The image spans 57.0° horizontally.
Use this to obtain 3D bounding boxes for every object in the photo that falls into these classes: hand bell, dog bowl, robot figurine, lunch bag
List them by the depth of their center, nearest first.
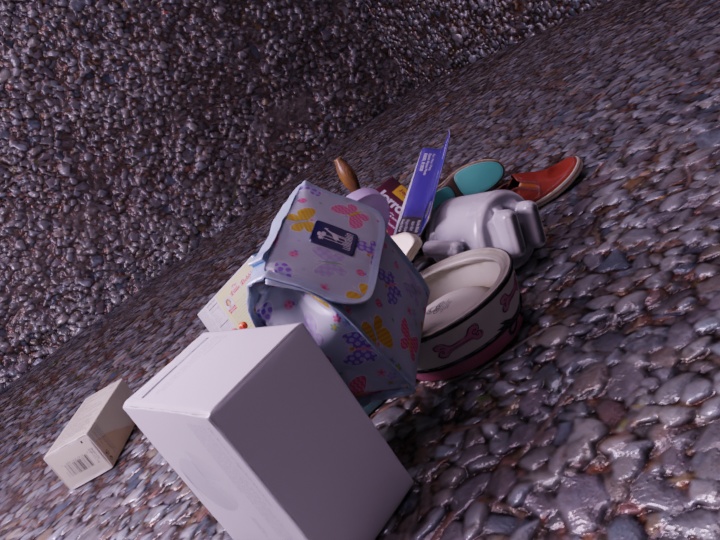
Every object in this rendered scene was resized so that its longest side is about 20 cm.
[{"bbox_3d":[-0.021,0.022,0.695,0.127,0.200,0.170,-27,26,29],"label":"lunch bag"},{"bbox_3d":[0.111,0.057,0.819,0.200,0.074,0.200,-30,17,10],"label":"dog bowl"},{"bbox_3d":[0.171,-0.054,0.955,0.169,0.113,0.200,-19,9,-30],"label":"robot figurine"},{"bbox_3d":[0.005,-0.143,1.355,0.104,0.200,0.104,-28,17,9],"label":"hand bell"}]

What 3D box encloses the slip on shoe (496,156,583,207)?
[{"bbox_3d":[0.276,-0.137,1.097,0.200,0.061,0.074,-30,15,3],"label":"slip on shoe"}]

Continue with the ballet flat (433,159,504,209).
[{"bbox_3d":[0.190,-0.160,1.317,0.200,0.071,0.065,-26,3,7],"label":"ballet flat"}]

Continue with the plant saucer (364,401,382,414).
[{"bbox_3d":[-0.044,0.168,0.878,0.070,0.019,0.200,-38,17,-22],"label":"plant saucer"}]

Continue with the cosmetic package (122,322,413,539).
[{"bbox_3d":[-0.092,0.167,0.643,0.200,0.200,0.123,-9,29,52],"label":"cosmetic package"}]

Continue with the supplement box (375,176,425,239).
[{"bbox_3d":[0.026,-0.064,1.206,0.200,0.110,0.086,-42,-16,-28],"label":"supplement box"}]

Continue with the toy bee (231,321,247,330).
[{"bbox_3d":[-0.174,0.128,1.068,0.200,0.109,0.131,-19,19,38],"label":"toy bee"}]

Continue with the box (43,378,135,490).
[{"bbox_3d":[-0.472,0.288,1.194,0.095,0.078,0.200,-29,17,8],"label":"box"}]

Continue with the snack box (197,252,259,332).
[{"bbox_3d":[-0.197,0.068,1.163,0.200,0.116,0.037,-41,-8,36],"label":"snack box"}]

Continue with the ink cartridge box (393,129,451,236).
[{"bbox_3d":[0.086,-0.096,1.060,0.200,0.040,0.200,106,-179,-53],"label":"ink cartridge box"}]

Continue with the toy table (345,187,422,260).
[{"bbox_3d":[0.000,0.000,0.928,0.183,0.200,0.117,-5,38,-43],"label":"toy table"}]
